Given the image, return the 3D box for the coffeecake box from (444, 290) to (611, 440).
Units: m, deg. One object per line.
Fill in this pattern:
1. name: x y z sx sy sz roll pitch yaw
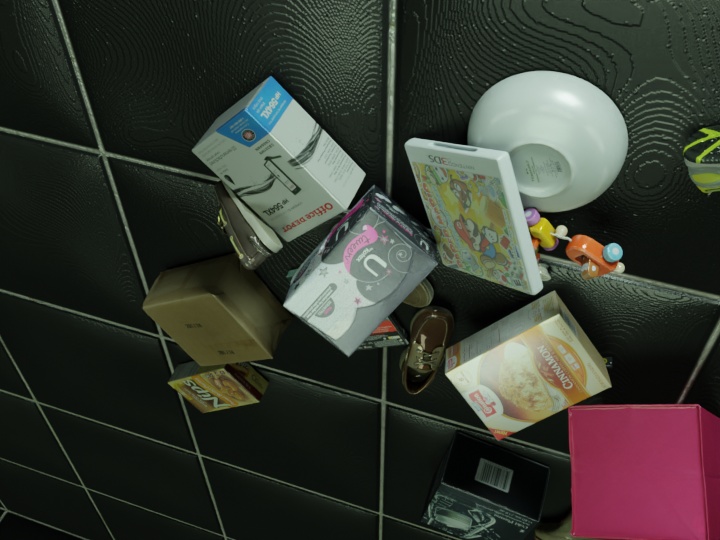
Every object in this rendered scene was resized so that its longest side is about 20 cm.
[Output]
1. coffeecake box: 0.254 0.149 1.214 0.200 0.073 0.154 -32 109 22

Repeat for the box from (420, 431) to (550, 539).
1. box: 0.246 0.449 1.577 0.199 0.124 0.197 20 142 6

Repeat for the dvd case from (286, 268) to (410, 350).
1. dvd case: -0.020 0.065 1.369 0.146 0.022 0.200 -11 130 36

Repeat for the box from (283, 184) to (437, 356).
1. box: 0.000 0.000 1.149 0.132 0.115 0.200 39 109 -12

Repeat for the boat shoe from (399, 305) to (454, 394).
1. boat shoe: 0.112 0.138 1.328 0.075 0.072 0.200 7 137 -3

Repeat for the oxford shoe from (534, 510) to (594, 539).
1. oxford shoe: 0.438 0.521 1.615 0.200 0.070 0.075 -19 97 42

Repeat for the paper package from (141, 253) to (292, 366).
1. paper package: -0.261 0.078 1.446 0.200 0.104 0.191 -12 129 36

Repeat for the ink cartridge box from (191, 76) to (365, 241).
1. ink cartridge box: -0.115 -0.153 1.129 0.200 0.084 0.146 44 138 -21

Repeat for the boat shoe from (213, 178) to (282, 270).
1. boat shoe: -0.183 -0.074 1.185 0.060 0.200 0.072 -44 137 5

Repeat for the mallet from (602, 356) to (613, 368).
1. mallet: 0.301 0.160 1.271 0.199 0.066 0.041 2 147 24

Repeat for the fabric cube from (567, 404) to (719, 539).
1. fabric cube: 0.443 0.314 1.208 0.196 0.201 0.199 -5 163 31

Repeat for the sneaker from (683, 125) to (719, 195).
1. sneaker: 0.470 -0.121 0.880 0.200 0.076 0.076 8 146 35

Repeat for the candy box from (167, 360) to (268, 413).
1. candy box: -0.305 0.240 1.682 0.200 0.055 0.115 -18 124 40

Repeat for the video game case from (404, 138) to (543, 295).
1. video game case: 0.147 -0.073 1.041 0.182 0.023 0.200 22 140 52

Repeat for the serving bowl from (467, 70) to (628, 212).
1. serving bowl: 0.225 -0.144 0.978 0.200 0.066 0.200 14 139 12

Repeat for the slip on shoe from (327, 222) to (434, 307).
1. slip on shoe: 0.027 0.005 1.247 0.200 0.061 0.076 39 139 -16

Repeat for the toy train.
1. toy train: 0.249 -0.013 1.064 0.150 0.056 0.200 34 161 -11
